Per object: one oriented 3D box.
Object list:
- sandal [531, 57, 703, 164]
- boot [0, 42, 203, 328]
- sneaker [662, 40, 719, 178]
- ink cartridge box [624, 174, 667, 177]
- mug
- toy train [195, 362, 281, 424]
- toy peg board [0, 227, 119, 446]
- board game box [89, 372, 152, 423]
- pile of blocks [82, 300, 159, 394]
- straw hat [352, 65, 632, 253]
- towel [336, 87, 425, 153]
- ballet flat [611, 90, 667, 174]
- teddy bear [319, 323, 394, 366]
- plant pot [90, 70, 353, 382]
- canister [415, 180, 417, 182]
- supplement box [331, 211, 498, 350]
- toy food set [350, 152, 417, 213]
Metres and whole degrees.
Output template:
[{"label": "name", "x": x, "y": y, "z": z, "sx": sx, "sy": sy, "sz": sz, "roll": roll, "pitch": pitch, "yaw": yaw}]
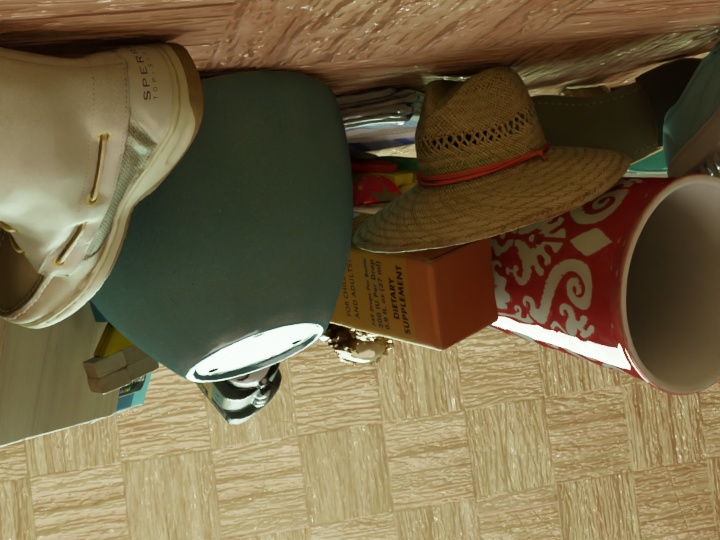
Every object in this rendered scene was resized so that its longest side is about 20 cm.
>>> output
[{"label": "sandal", "x": 0.182, "y": -0.103, "z": 0.992, "sx": 0.209, "sy": 0.079, "sz": 0.069, "roll": -16, "pitch": 176, "yaw": 34}, {"label": "boot", "x": -0.184, "y": -0.040, "z": 0.654, "sx": 0.153, "sy": 0.073, "sz": 0.200, "roll": -4, "pitch": 146, "yaw": -44}, {"label": "sneaker", "x": 0.247, "y": -0.124, "z": 0.830, "sx": 0.073, "sy": 0.083, "sz": 0.200, "roll": 4, "pitch": 150, "yaw": -27}, {"label": "ink cartridge box", "x": 0.273, "y": -0.071, "z": 1.207, "sx": 0.144, "sy": 0.149, "sz": 0.199, "roll": -7, "pitch": 179, "yaw": 24}, {"label": "mug", "x": 0.160, "y": 0.013, "z": 0.904, "sx": 0.134, "sy": 0.178, "sz": 0.199, "roll": -50, "pitch": -148, "yaw": -19}, {"label": "toy train", "x": -0.111, "y": 0.061, "z": 1.062, "sx": 0.085, "sy": 0.114, "sz": 0.200, "roll": -41, "pitch": 176, "yaw": -14}, {"label": "toy peg board", "x": -0.237, "y": 0.002, "z": 0.920, "sx": 0.096, "sy": 0.204, "sz": 0.199, "roll": 10, "pitch": -177, "yaw": 12}, {"label": "board game box", "x": -0.193, "y": 0.015, "z": 1.105, "sx": 0.046, "sy": 0.203, "sz": 0.151, "roll": 17, "pitch": -179, "yaw": 6}, {"label": "pile of blocks", "x": -0.155, "y": -0.008, "z": 0.949, "sx": 0.082, "sy": 0.202, "sz": 0.062, "roll": 35, "pitch": 161, "yaw": -25}, {"label": "straw hat", "x": 0.076, "y": -0.086, "z": 0.864, "sx": 0.198, "sy": 0.086, "sz": 0.201, "roll": -15, "pitch": -166, "yaw": 4}, {"label": "towel", "x": -0.004, "y": -0.104, "z": 0.986, "sx": 0.144, "sy": 0.024, "sz": 0.200, "roll": -7, "pitch": 179, "yaw": 17}, {"label": "ballet flat", "x": 0.189, "y": -0.112, "z": 1.069, "sx": 0.197, "sy": 0.070, "sz": 0.071, "roll": -4, "pitch": -163, "yaw": 16}, {"label": "teddy bear", "x": -0.051, "y": 0.013, "z": 1.141, "sx": 0.197, "sy": 0.067, "sz": 0.146, "roll": 18, "pitch": 151, "yaw": 13}, {"label": "plant pot", "x": -0.085, "y": -0.011, "z": 0.820, "sx": 0.197, "sy": 0.137, "sz": 0.200, "roll": -20, "pitch": 165, "yaw": -5}, {"label": "canister", "x": 0.005, "y": -0.032, "z": 1.217, "sx": 0.197, "sy": 0.088, "sz": 0.149, "roll": 4, "pitch": -150, "yaw": 28}, {"label": "supplement box", "x": 0.000, "y": 0.000, "z": 0.927, "sx": 0.068, "sy": 0.068, "sz": 0.198, "roll": -24, "pitch": -156, "yaw": -38}, {"label": "toy food set", "x": -0.037, "y": -0.071, "z": 1.102, "sx": 0.197, "sy": 0.050, "sz": 0.198, "roll": 6, "pitch": -169, "yaw": 20}]
